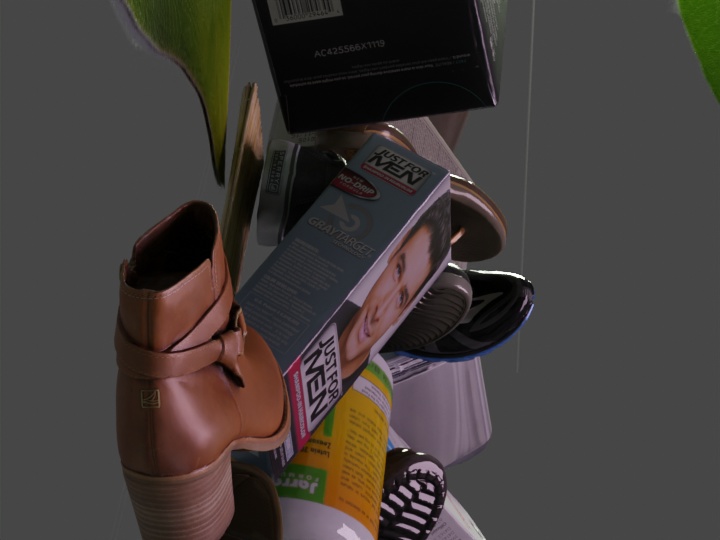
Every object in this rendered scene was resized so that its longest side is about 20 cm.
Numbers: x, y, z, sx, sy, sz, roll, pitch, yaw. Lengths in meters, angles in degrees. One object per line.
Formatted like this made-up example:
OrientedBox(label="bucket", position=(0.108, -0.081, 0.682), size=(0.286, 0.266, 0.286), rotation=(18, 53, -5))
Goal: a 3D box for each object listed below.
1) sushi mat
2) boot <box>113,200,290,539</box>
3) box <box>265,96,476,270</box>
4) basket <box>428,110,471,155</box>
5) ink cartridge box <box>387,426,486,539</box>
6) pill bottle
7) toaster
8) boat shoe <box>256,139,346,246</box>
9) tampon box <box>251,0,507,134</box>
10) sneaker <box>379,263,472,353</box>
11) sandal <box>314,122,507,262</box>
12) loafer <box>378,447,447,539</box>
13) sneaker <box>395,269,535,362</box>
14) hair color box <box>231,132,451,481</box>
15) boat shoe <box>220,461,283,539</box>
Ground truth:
OrientedBox(label="sushi mat", position=(-0.082, -0.018, 1.348), size=(0.096, 0.012, 0.200), rotation=(87, 8, -53))
OrientedBox(label="boot", position=(-0.081, 0.032, 1.087), size=(0.200, 0.074, 0.155), rotation=(-82, 170, -62))
OrientedBox(label="box", position=(0.013, -0.074, 1.600), size=(0.200, 0.078, 0.095), rotation=(52, 41, -48))
OrientedBox(label="basket", position=(0.023, -0.131, 1.806), size=(0.200, 0.136, 0.180), rotation=(-75, 150, -46))
OrientedBox(label="ink cartridge box", position=(0.020, 0.167, 1.560), size=(0.200, 0.067, 0.116), rotation=(49, 2, -30))
OrientedBox(label="pill bottle", position=(-0.042, 0.145, 1.350), size=(0.111, 0.111, 0.200), rotation=(86, 8, -53))
OrientedBox(label="toaster", position=(0.009, 0.098, 1.665), size=(0.114, 0.200, 0.129), rotation=(40, -37, 48))
OrientedBox(label="boat shoe", position=(-0.038, -0.049, 1.422), size=(0.200, 0.057, 0.069), rotation=(134, -35, -87))
OrientedBox(label="tampon box", position=(0.017, -0.201, 1.460), size=(0.200, 0.150, 0.126), rotation=(-79, 159, -60))
OrientedBox(label="sneaker", position=(0.000, 0.000, 1.462), size=(0.075, 0.200, 0.106), rotation=(31, 56, -35))
OrientedBox(label="sandal", position=(0.032, -0.044, 1.495), size=(0.200, 0.080, 0.054), rotation=(36, 50, -49))
OrientedBox(label="loafer", position=(-0.026, 0.187, 1.453), size=(0.073, 0.200, 0.071), rotation=(35, 16, -40))
OrientedBox(label="sneaker", position=(0.033, 0.019, 1.582), size=(0.083, 0.200, 0.071), rotation=(98, -4, -53))
OrientedBox(label="hair color box", position=(-0.022, 0.022, 1.304), size=(0.200, 0.061, 0.099), rotation=(-51, 157, -27))
OrientedBox(label="boat shoe", position=(-0.087, 0.207, 1.174), size=(0.066, 0.072, 0.201), rotation=(105, -7, -64))
